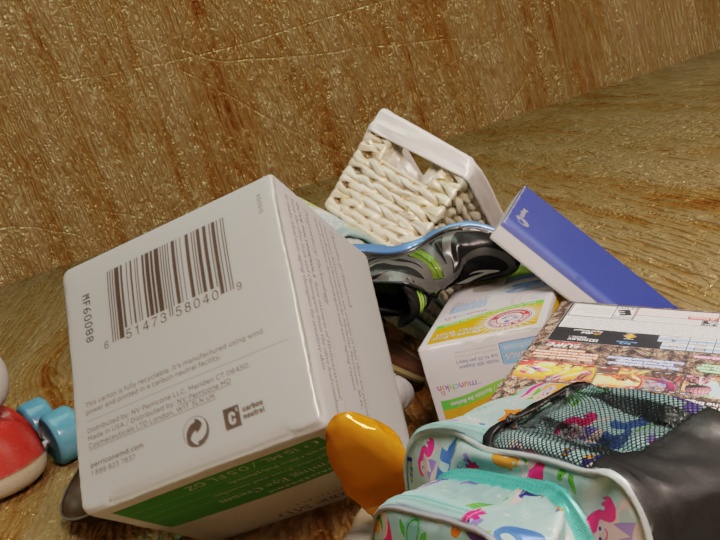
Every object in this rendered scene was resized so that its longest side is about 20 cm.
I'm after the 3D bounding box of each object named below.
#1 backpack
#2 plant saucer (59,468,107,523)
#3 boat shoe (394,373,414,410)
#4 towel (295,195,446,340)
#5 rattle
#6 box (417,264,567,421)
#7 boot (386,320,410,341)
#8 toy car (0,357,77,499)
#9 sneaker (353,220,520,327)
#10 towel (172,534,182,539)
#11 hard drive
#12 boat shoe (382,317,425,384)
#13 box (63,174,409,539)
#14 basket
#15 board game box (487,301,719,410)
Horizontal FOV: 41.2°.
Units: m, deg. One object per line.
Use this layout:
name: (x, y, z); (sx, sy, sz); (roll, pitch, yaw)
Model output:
backpack: (0.090, 0.145, 0.438); (0.149, 0.179, 0.200); (-16, 8, -19)
plant saucer: (-0.205, 0.169, 0.925); (0.199, 0.032, 0.201); (-36, 19, 15)
boat shoe: (-0.028, 0.131, 0.929); (0.065, 0.074, 0.199); (12, -14, -36)
towel: (0.000, 0.000, 1.004); (0.048, 0.200, 0.171); (-53, 34, -6)
rattle: (0.060, 0.120, 0.680); (0.199, 0.144, 0.130); (-34, 4, -36)
box: (0.136, 0.070, 0.856); (0.111, 0.102, 0.200); (-13, 13, 21)
boot: (0.004, 0.058, 1.191); (0.199, 0.072, 0.144); (-4, 12, 28)
toy car: (-0.437, 0.147, 1.065); (0.183, 0.202, 0.176); (-25, 15, -34)
sneaker: (0.054, 0.011, 0.867); (0.197, 0.071, 0.083); (-11, 49, -10)
towel: (-0.119, 0.148, 0.890); (0.200, 0.023, 0.152); (-46, 20, -14)
hard drive: (0.210, 0.008, 0.858); (0.025, 0.199, 0.132); (-52, -3, 25)
boat shoe: (-0.002, 0.059, 0.937); (0.199, 0.068, 0.072); (29, -18, -36)
box: (-0.093, 0.077, 0.735); (0.198, 0.202, 0.171); (-23, -28, 17)
basket: (0.063, -0.056, 1.034); (0.135, 0.200, 0.124); (33, 83, 28)
board game box: (0.179, 0.104, 0.605); (0.158, 0.098, 0.200); (4, 21, 28)
